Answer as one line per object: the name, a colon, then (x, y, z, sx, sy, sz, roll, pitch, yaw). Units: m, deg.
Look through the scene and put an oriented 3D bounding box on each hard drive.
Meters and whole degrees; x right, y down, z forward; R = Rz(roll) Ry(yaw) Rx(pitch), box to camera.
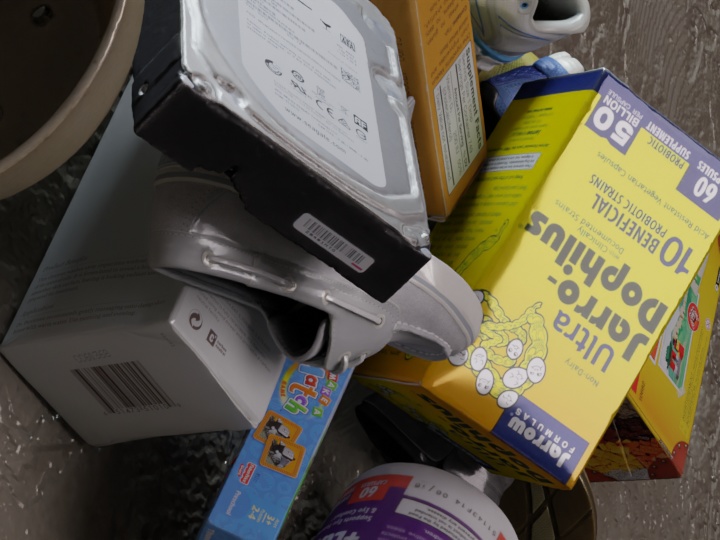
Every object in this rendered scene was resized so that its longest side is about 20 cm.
hard drive: (-0.036, -0.088, 0.995, 0.140, 0.038, 0.200, 35, 25, -26)

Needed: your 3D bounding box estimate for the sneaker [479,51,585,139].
sneaker: (0.086, -0.037, 1.392, 0.089, 0.079, 0.201, -9, 119, -22)

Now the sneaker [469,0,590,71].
sneaker: (0.060, -0.180, 1.268, 0.200, 0.086, 0.075, 27, 66, -47)

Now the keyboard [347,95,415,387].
keyboard: (0.000, 0.000, 1.219, 0.056, 0.011, 0.201, -61, 167, -50)

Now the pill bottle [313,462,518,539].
pill bottle: (0.002, 0.203, 1.187, 0.200, 0.111, 0.112, -56, 130, -47)

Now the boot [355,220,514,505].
boot: (0.041, 0.039, 1.310, 0.200, 0.070, 0.132, 46, 74, -3)

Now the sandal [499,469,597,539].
sandal: (0.097, 0.107, 1.403, 0.054, 0.080, 0.201, -41, 115, -72)

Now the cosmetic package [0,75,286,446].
cosmetic package: (-0.079, -0.020, 1.098, 0.081, 0.113, 0.200, 53, 45, -34)

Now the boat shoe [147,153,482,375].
boat shoe: (-0.019, 0.010, 1.023, 0.200, 0.072, 0.069, 34, 66, -48)

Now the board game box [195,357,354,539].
board game box: (-0.043, 0.093, 1.122, 0.151, 0.036, 0.200, 115, 0, -50)

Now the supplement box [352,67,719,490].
supplement box: (0.102, 0.004, 1.245, 0.109, 0.109, 0.200, 34, 79, -17)

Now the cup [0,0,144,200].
cup: (-0.170, -0.106, 0.923, 0.143, 0.199, 0.201, 48, 41, -75)

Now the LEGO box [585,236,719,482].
LEGO box: (0.172, 0.020, 1.524, 0.149, 0.077, 0.201, 51, 44, -40)

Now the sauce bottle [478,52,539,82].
sauce bottle: (0.057, -0.132, 1.380, 0.200, 0.064, 0.065, 32, 57, -53)

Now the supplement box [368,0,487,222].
supplement box: (0.018, -0.126, 1.201, 0.069, 0.066, 0.201, -53, 145, -44)
